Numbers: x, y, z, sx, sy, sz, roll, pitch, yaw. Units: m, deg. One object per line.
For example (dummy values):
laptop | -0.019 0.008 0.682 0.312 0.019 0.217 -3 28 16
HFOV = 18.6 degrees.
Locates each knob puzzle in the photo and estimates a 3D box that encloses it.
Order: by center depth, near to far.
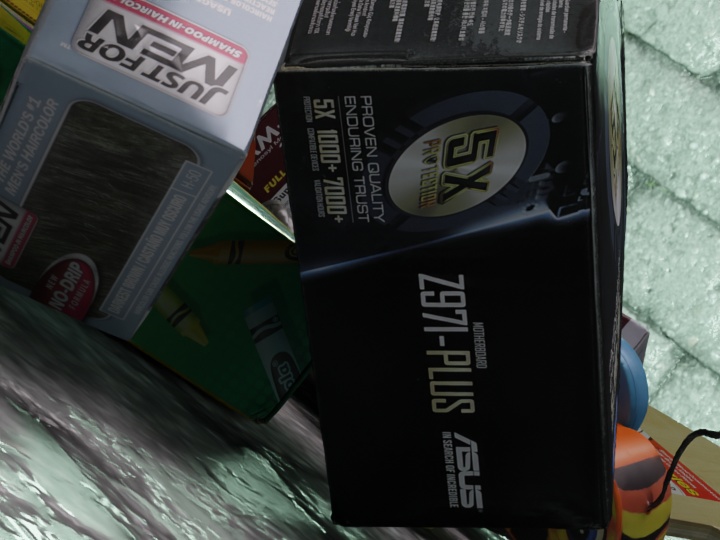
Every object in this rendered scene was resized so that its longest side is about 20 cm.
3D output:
knob puzzle | 0.126 0.096 1.141 0.219 0.031 0.220 25 14 -6

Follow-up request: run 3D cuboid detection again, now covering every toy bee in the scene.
toy bee | 0.068 0.079 0.818 0.130 0.109 0.200 -1 15 -27

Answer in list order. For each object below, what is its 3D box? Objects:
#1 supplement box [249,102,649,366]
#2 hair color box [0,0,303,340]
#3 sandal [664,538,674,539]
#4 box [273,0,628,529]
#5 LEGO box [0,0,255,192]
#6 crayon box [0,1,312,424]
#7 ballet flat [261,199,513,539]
supplement box | 0.027 0.019 0.980 0.200 0.061 0.109 35 -26 21
hair color box | -0.046 -0.092 0.606 0.060 0.200 0.099 25 -36 -9
sandal | 0.196 0.173 1.100 0.212 0.070 0.078 38 2 3
box | 0.037 -0.046 0.682 0.200 0.086 0.164 -78 165 -53
LEGO box | -0.127 -0.124 0.842 0.200 0.077 0.149 36 44 -40
crayon box | -0.103 -0.039 0.710 0.200 0.058 0.119 37 3 -39
ballet flat | 0.019 0.049 0.914 0.200 0.057 0.066 38 3 -3
